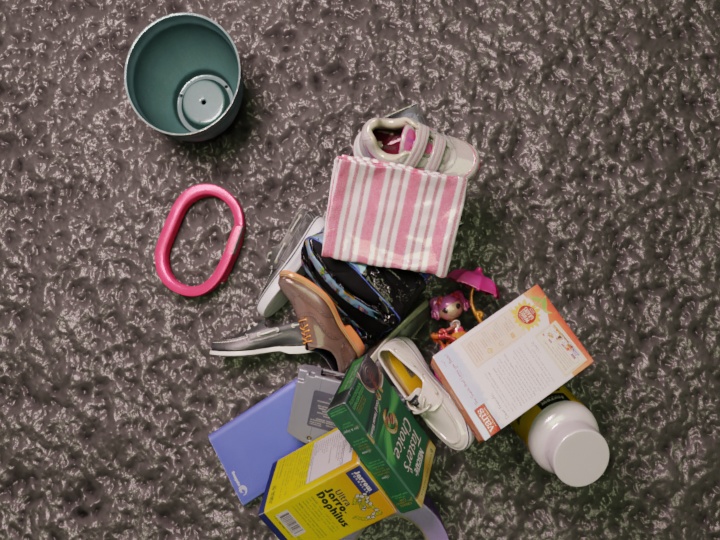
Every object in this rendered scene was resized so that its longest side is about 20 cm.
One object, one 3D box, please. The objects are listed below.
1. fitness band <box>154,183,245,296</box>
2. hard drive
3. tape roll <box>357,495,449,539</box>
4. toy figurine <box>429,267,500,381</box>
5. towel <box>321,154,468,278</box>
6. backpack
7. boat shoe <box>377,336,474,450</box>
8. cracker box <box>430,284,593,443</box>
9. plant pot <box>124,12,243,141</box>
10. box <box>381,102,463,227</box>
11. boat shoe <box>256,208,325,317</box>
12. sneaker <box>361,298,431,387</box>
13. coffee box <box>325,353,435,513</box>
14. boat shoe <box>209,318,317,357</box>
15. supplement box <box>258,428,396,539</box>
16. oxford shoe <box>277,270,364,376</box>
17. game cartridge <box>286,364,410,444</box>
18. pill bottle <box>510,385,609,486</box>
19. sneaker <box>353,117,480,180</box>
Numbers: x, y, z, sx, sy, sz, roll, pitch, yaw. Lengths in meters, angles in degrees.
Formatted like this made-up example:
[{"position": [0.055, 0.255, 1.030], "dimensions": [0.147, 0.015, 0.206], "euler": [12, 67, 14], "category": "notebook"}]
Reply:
[{"position": [-0.288, -0.054, 0.984], "dimensions": [0.139, 0.037, 0.206], "euler": [22, 85, 6], "category": "fitness band"}, {"position": [-0.151, 0.294, 0.953], "dimensions": [0.196, 0.025, 0.135], "euler": [-31, 85, -2], "category": "hard drive"}, {"position": [0.051, 0.465, 0.906], "dimensions": [0.191, 0.085, 0.209], "euler": [0, 85, 2], "category": "tape roll"}, {"position": [0.177, 0.095, 0.913], "dimensions": [0.193, 0.150, 0.191], "euler": [-18, 79, 4], "category": "toy figurine"}, {"position": [0.047, -0.074, 0.774], "dimensions": [0.192, 0.030, 0.152], "euler": [9, 108, -4], "category": "towel"}, {"position": [0.000, 0.000, 0.895], "dimensions": [0.199, 0.183, 0.135], "euler": [42, 69, 2], "category": "backpack"}, {"position": [0.096, 0.194, 0.842], "dimensions": [0.071, 0.069, 0.203], "euler": [-46, 70, 32], "category": "boat shoe"}, {"position": [0.217, 0.135, 0.798], "dimensions": [0.196, 0.058, 0.136], "euler": [-31, 71, -8], "category": "cracker box"}, {"position": [-0.290, -0.315, 0.955], "dimensions": [0.192, 0.134, 0.209], "euler": [0, 84, 1], "category": "plant pot"}, {"position": [0.089, -0.144, 0.919], "dimensions": [0.083, 0.164, 0.206], "euler": [-21, 84, -1], "category": "box"}, {"position": [-0.131, -0.016, 0.966], "dimensions": [0.070, 0.072, 0.203], "euler": [30, 78, 14], "category": "boat shoe"}, {"position": [0.073, 0.152, 0.948], "dimensions": [0.106, 0.075, 0.201], "euler": [43, 88, -7], "category": "sneaker"}, {"position": [0.037, 0.242, 0.819], "dimensions": [0.043, 0.123, 0.203], "euler": [-28, 103, 29], "category": "coffee box"}, {"position": [-0.165, 0.116, 0.949], "dimensions": [0.192, 0.076, 0.063], "euler": [-3, 85, -12], "category": "boat shoe"}, {"position": [-0.047, 0.342, 0.863], "dimensions": [0.197, 0.110, 0.111], "euler": [-32, 108, 18], "category": "supplement box"}, {"position": [-0.075, 0.088, 0.902], "dimensions": [0.201, 0.071, 0.073], "euler": [49, 60, -11], "category": "oxford shoe"}, {"position": [-0.020, 0.243, 0.905], "dimensions": [0.192, 0.042, 0.138], "euler": [14, 111, -1], "category": "game cartridge"}, {"position": [0.301, 0.240, 0.853], "dimensions": [0.108, 0.200, 0.117], "euler": [-1, 102, -4], "category": "pill bottle"}, {"position": [0.082, -0.171, 0.795], "dimensions": [0.192, 0.088, 0.085], "euler": [9, 86, 2], "category": "sneaker"}]
